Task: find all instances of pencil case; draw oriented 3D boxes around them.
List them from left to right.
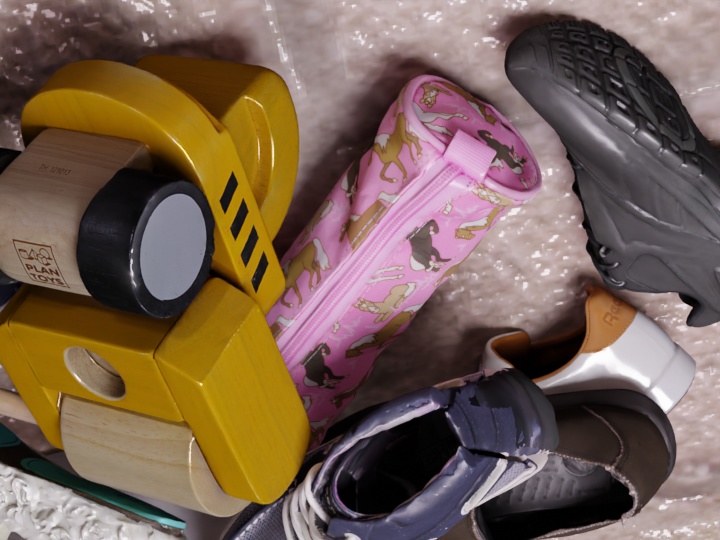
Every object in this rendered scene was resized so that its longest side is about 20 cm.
[{"bbox_3d":[0.000,0.000,0.897,0.082,0.087,0.200,19,123,-37],"label":"pencil case"}]

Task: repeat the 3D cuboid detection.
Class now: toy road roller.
[{"bbox_3d":[-0.083,-0.005,0.845,0.122,0.146,0.201,11,137,32],"label":"toy road roller"}]

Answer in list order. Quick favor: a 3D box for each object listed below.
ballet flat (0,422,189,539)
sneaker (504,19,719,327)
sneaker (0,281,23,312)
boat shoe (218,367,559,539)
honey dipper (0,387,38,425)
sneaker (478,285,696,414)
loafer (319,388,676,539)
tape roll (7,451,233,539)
[{"bbox_3d":[-0.173,0.110,0.909,0.199,0.072,0.072,25,127,22],"label":"ballet flat"},{"bbox_3d":[0.132,-0.036,0.901,0.200,0.076,0.091,38,121,-24],"label":"sneaker"},{"bbox_3d":[-0.184,-0.035,0.872,0.146,0.081,0.200,28,111,-36],"label":"sneaker"},{"bbox_3d":[-0.011,0.107,0.867,0.199,0.075,0.092,-37,162,23],"label":"boat shoe"},{"bbox_3d":[-0.129,0.077,0.934,0.199,0.038,0.038,22,121,-40],"label":"honey dipper"},{"bbox_3d":[0.074,0.082,0.986,0.085,0.073,0.200,43,111,-8],"label":"sneaker"},{"bbox_3d":[0.051,0.101,0.919,0.198,0.071,0.074,-14,106,17],"label":"loafer"},{"bbox_3d":[-0.134,0.213,1.001,0.200,0.140,0.204,-3,126,-4],"label":"tape roll"}]
